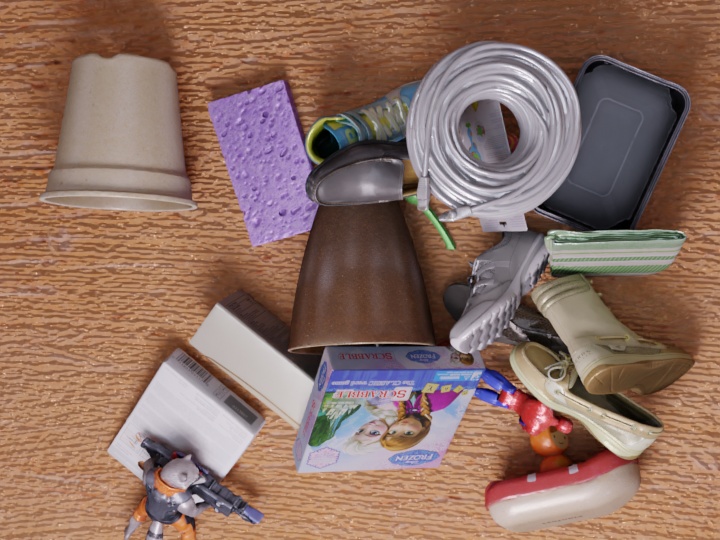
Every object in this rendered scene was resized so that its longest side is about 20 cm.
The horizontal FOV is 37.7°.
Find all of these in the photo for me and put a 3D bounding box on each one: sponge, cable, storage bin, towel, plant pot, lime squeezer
[{"bbox_3d":[-0.120,-0.141,1.396,0.111,0.030,0.201,-16,95,13],"label":"sponge"},{"bbox_3d":[0.151,-0.159,1.209,0.199,0.069,0.201,-5,90,-3],"label":"cable"},{"bbox_3d":[0.298,-0.147,1.280,0.135,0.094,0.201,24,102,7],"label":"storage bin"},{"bbox_3d":[0.296,-0.020,1.249,0.152,0.200,0.024,0,79,11],"label":"towel"},{"bbox_3d":[-0.308,-0.176,1.359,0.199,0.200,0.184,1,88,11],"label":"plant pot"},{"bbox_3d":[0.086,-0.123,1.343,0.070,0.038,0.201,11,114,28],"label":"lime squeezer"},{"bbox_3d":[0.000,0.000,1.331,0.186,0.187,0.201,-3,82,12],"label":"plant pot"}]

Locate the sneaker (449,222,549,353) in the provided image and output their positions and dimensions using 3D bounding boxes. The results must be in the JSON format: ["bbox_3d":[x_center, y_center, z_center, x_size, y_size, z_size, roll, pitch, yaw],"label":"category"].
[{"bbox_3d":[0.162,0.021,1.314,0.082,0.200,0.075,30,148,20],"label":"sneaker"}]

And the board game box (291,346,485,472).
[{"bbox_3d":[0.032,0.175,1.320,0.199,0.041,0.200,1,133,-19],"label":"board game box"}]

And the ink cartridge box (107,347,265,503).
[{"bbox_3d":[-0.246,0.230,1.483,0.162,0.057,0.200,38,124,3],"label":"ink cartridge box"}]

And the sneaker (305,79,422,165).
[{"bbox_3d":[0.021,-0.178,1.310,0.199,0.131,0.080,-26,93,12],"label":"sneaker"}]

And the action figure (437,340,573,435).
[{"bbox_3d":[0.195,0.155,1.370,0.200,0.099,0.066,28,107,29],"label":"action figure"}]

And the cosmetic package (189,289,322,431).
[{"bbox_3d":[-0.116,0.120,1.400,0.200,0.104,0.073,38,105,4],"label":"cosmetic package"}]

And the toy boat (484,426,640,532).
[{"bbox_3d":[0.253,0.253,1.352,0.199,0.131,0.131,-15,67,13],"label":"toy boat"}]

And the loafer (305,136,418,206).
[{"bbox_3d":[0.033,-0.115,1.258,0.199,0.072,0.073,-19,128,-16],"label":"loafer"}]

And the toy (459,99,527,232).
[{"bbox_3d":[0.171,-0.151,1.310,0.047,0.115,0.201,-19,98,-18],"label":"toy"}]

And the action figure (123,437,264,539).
[{"bbox_3d":[-0.241,0.331,1.440,0.199,0.105,0.194,26,128,14],"label":"action figure"}]

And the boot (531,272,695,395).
[{"bbox_3d":[0.313,0.077,1.308,0.073,0.199,0.156,-58,47,34],"label":"boot"}]

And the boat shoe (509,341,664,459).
[{"bbox_3d":[0.275,0.147,1.291,0.200,0.073,0.063,40,132,10],"label":"boat shoe"}]

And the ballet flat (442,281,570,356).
[{"bbox_3d":[0.201,0.066,1.362,0.199,0.046,0.068,23,124,13],"label":"ballet flat"}]
